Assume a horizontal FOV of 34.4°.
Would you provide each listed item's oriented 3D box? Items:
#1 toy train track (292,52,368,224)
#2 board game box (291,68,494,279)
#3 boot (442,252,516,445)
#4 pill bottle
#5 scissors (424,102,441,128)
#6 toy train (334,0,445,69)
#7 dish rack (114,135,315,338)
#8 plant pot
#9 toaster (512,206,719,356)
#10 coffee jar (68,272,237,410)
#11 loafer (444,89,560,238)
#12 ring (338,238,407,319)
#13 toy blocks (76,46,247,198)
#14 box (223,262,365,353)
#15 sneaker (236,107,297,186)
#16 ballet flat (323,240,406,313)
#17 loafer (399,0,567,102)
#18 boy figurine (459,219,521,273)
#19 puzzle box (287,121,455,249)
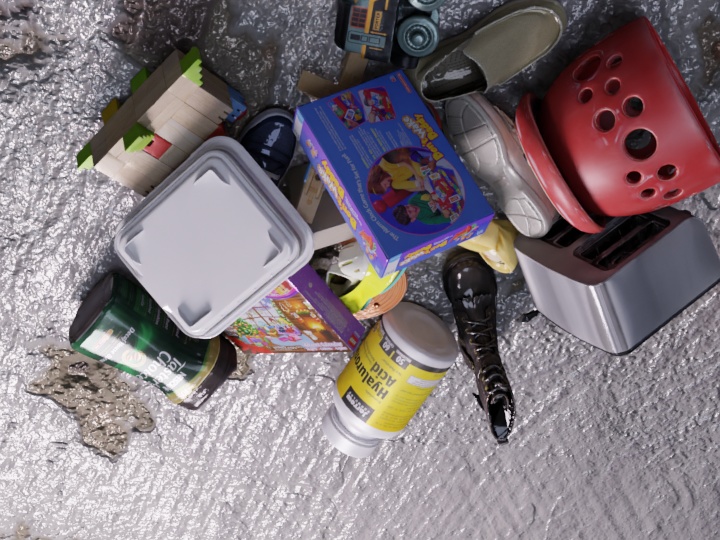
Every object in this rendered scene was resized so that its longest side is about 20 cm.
[{"bbox_3d":[-0.037,-0.150,1.300,0.114,0.032,0.201,21,84,-23],"label":"toy train track"},{"bbox_3d":[0.032,-0.107,1.236,0.134,0.201,0.045,-23,159,-21],"label":"board game box"},{"bbox_3d":[0.159,0.097,1.460,0.069,0.175,0.201,-13,126,2],"label":"boot"},{"bbox_3d":[0.032,0.148,1.516,0.111,0.112,0.201,22,119,-22],"label":"pill bottle"},{"bbox_3d":[0.068,-0.114,1.287,0.073,0.201,0.014,-18,140,4],"label":"scissors"},{"bbox_3d":[0.037,-0.310,1.220,0.113,0.085,0.201,9,123,-2],"label":"toy train"},{"bbox_3d":[-0.168,-0.028,1.276,0.200,0.044,0.172,-38,96,22],"label":"dish rack"},{"bbox_3d":[0.287,-0.151,1.296,0.182,0.201,0.200,-30,124,22],"label":"plant pot"},{"bbox_3d":[0.294,-0.004,1.378,0.199,0.181,0.119,-35,121,-13],"label":"toaster"},{"bbox_3d":[-0.255,0.093,1.453,0.199,0.086,0.104,33,115,-27],"label":"coffee jar"},{"bbox_3d":[0.171,-0.134,1.366,0.072,0.063,0.201,-15,114,53],"label":"loafer"},{"bbox_3d":[-0.040,-0.002,1.420,0.199,0.019,0.201,8,144,6],"label":"ring"},{"bbox_3d":[-0.200,-0.148,1.299,0.200,0.100,0.136,-41,132,20],"label":"toy blocks"},{"bbox_3d":[-0.109,0.045,1.401,0.199,0.039,0.137,-5,135,44],"label":"box"},{"bbox_3d":[-0.128,-0.083,1.332,0.070,0.109,0.200,24,119,-21],"label":"sneaker"},{"bbox_3d":[0.000,0.000,1.320,0.067,0.067,0.200,17,156,-13],"label":"ballet flat"},{"bbox_3d":[0.140,-0.235,1.290,0.199,0.068,0.076,-25,125,10],"label":"loafer"},{"bbox_3d":[0.112,-0.046,1.400,0.199,0.124,0.065,15,86,-34],"label":"boy figurine"},{"bbox_3d":[0.018,-0.097,1.329,0.199,0.133,0.026,-17,130,4],"label":"puzzle box"}]
